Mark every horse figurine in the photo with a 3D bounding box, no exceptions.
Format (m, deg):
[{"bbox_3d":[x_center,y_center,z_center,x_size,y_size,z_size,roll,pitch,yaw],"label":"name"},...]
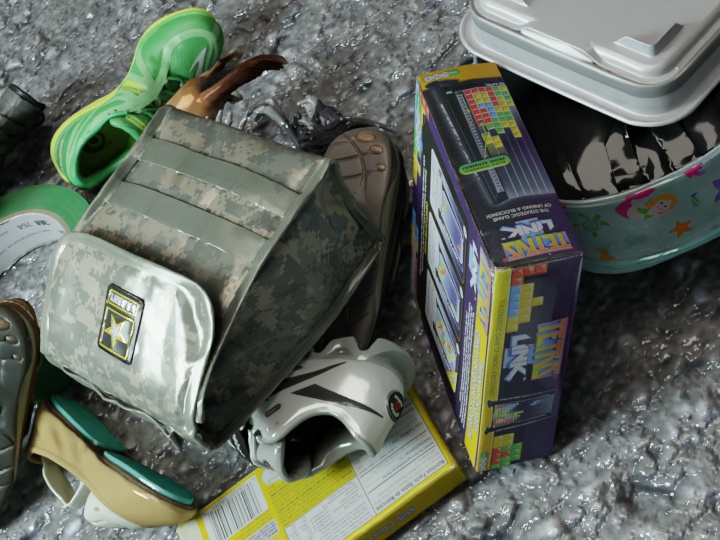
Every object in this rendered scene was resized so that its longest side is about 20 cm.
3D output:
[{"bbox_3d":[-0.146,-0.111,1.116,0.200,0.050,0.133,-44,7,30],"label":"horse figurine"}]

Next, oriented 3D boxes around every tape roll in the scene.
[{"bbox_3d":[-0.293,0.022,1.167,0.199,0.048,0.202,-16,53,22],"label":"tape roll"}]

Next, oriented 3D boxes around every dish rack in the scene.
[{"bbox_3d":[0.173,-0.187,0.837,0.171,0.044,0.200,31,65,31],"label":"dish rack"}]

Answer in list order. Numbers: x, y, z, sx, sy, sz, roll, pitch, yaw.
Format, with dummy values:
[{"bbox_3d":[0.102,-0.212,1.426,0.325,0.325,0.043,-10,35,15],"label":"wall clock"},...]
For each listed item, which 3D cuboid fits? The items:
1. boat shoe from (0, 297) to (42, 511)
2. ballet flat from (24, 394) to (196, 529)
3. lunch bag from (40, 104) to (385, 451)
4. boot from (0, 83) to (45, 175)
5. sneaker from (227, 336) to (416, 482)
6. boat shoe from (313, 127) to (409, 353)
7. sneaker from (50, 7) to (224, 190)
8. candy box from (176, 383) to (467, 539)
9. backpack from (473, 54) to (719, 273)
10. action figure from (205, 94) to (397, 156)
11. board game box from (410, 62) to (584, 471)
[{"bbox_3d":[-0.288,0.113,1.058,0.074,0.075,0.201,-72,3,-73],"label":"boat shoe"},{"bbox_3d":[-0.189,0.157,1.008,0.200,0.068,0.063,26,88,49],"label":"ballet flat"},{"bbox_3d":[-0.112,0.008,0.907,0.163,0.118,0.201,22,70,36],"label":"lunch bag"},{"bbox_3d":[-0.342,-0.115,1.221,0.132,0.070,0.200,-52,15,-5],"label":"boot"},{"bbox_3d":[-0.062,0.102,0.920,0.199,0.074,0.089,-13,41,34],"label":"sneaker"},{"bbox_3d":[0.000,0.000,0.986,0.074,0.073,0.201,15,89,29],"label":"boat shoe"},{"bbox_3d":[-0.189,-0.144,1.197,0.200,0.074,0.084,-46,39,10],"label":"sneaker"},{"bbox_3d":[-0.030,0.160,0.924,0.200,0.026,0.102,-37,46,6],"label":"candy box"},{"bbox_3d":[0.178,-0.094,0.879,0.177,0.151,0.201,-25,40,10],"label":"backpack"},{"bbox_3d":[-0.075,-0.086,1.059,0.199,0.119,0.102,-33,85,19],"label":"action figure"},{"bbox_3d":[0.079,0.000,0.849,0.056,0.201,0.166,-12,50,-9],"label":"board game box"}]
